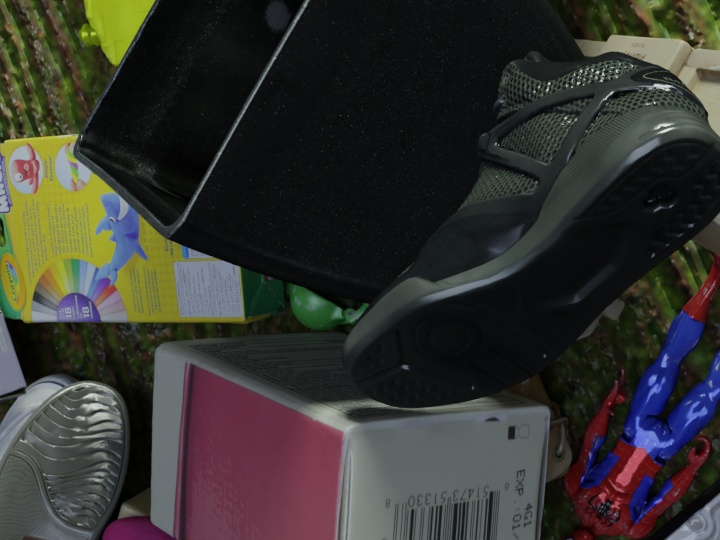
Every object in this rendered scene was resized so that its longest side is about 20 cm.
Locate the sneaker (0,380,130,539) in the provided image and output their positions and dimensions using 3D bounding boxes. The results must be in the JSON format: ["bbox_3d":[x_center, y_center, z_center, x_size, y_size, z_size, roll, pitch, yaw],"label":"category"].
[{"bbox_3d":[-0.191,0.169,0.924,0.075,0.106,0.201,17,77,-1],"label":"sneaker"}]

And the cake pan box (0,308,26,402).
[{"bbox_3d":[-0.316,0.017,0.969,0.199,0.052,0.185,-16,92,33],"label":"cake pan box"}]

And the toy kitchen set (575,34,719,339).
[{"bbox_3d":[0.173,0.000,0.759,0.180,0.200,0.164,31,89,-23],"label":"toy kitchen set"}]

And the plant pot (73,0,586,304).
[{"bbox_3d":[-0.003,-0.084,0.755,0.177,0.199,0.200,31,91,-27],"label":"plant pot"}]

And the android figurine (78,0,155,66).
[{"bbox_3d":[-0.081,-0.172,0.887,0.199,0.041,0.183,-6,94,20],"label":"android figurine"}]

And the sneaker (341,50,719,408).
[{"bbox_3d":[0.071,-0.023,0.678,0.076,0.114,0.199,34,118,-27],"label":"sneaker"}]

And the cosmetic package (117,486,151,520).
[{"bbox_3d":[-0.058,0.214,0.905,0.199,0.071,0.106,20,103,16],"label":"cosmetic package"}]

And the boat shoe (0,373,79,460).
[{"bbox_3d":[-0.232,0.159,0.961,0.071,0.070,0.200,33,106,13],"label":"boat shoe"}]

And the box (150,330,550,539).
[{"bbox_3d":[-0.013,0.106,0.799,0.200,0.127,0.109,15,104,56],"label":"box"}]

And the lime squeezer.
[{"bbox_3d":[0.000,0.000,0.887,0.199,0.038,0.071,-4,63,20],"label":"lime squeezer"}]

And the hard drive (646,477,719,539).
[{"bbox_3d":[0.222,0.185,0.815,0.200,0.038,0.140,-44,85,18],"label":"hard drive"}]

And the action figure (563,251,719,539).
[{"bbox_3d":[0.164,0.084,0.826,0.065,0.052,0.200,31,107,9],"label":"action figure"}]

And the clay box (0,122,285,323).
[{"bbox_3d":[-0.143,-0.027,0.908,0.199,0.048,0.115,0,97,32],"label":"clay box"}]

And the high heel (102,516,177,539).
[{"bbox_3d":[-0.076,0.207,0.820,0.200,0.096,0.067,39,106,12],"label":"high heel"}]

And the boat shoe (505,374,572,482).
[{"bbox_3d":[0.088,0.095,0.846,0.064,0.071,0.201,11,106,10],"label":"boat shoe"}]
